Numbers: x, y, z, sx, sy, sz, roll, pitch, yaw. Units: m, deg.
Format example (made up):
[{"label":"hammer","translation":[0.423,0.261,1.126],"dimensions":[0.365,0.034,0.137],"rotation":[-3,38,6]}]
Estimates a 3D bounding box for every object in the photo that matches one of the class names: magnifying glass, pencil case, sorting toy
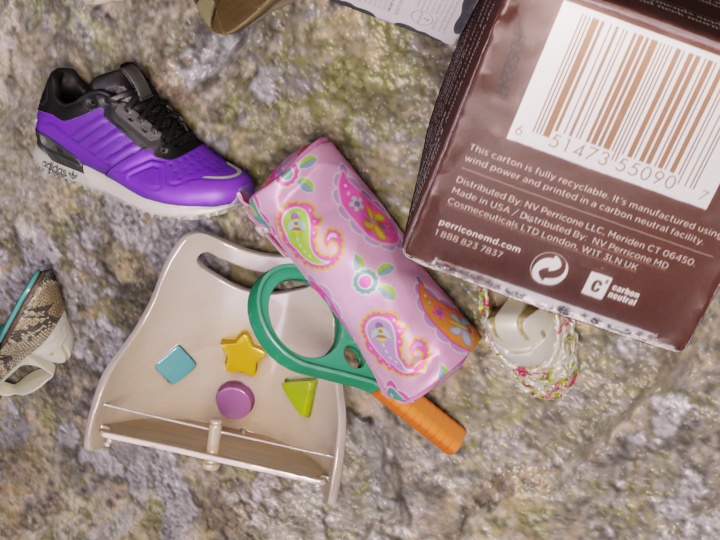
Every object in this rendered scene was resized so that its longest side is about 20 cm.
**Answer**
[{"label":"magnifying glass","translation":[0.000,0.070,0.960],"dimensions":[0.200,0.080,0.022],"rotation":[41,140,-15]},{"label":"pencil case","translation":[0.000,0.000,0.932],"dimensions":[0.087,0.087,0.200],"rotation":[-38,91,35]},{"label":"sorting toy","translation":[-0.094,0.066,1.011],"dimensions":[0.200,0.107,0.180],"rotation":[12,102,3]}]

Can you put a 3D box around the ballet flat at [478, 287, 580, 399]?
[{"label":"ballet flat","translation":[0.106,0.007,0.892],"dimensions":[0.075,0.064,0.200],"rotation":[-3,109,28]}]

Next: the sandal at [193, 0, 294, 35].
[{"label":"sandal","translation":[-0.044,-0.218,0.892],"dimensions":[0.200,0.054,0.080],"rotation":[-14,98,47]}]

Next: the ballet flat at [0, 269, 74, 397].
[{"label":"ballet flat","translation":[-0.300,0.067,1.149],"dimensions":[0.075,0.068,0.200],"rotation":[37,132,-16]}]

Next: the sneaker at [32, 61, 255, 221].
[{"label":"sneaker","translation":[-0.171,-0.107,0.994],"dimensions":[0.200,0.070,0.100],"rotation":[18,116,21]}]

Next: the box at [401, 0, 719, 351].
[{"label":"box","translation":[0.132,-0.090,0.724],"dimensions":[0.166,0.200,0.164],"rotation":[19,117,-2]}]

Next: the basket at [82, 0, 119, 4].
[{"label":"basket","translation":[-0.159,-0.290,0.847],"dimensions":[0.200,0.135,0.123],"rotation":[57,141,14]}]

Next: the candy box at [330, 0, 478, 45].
[{"label":"candy box","translation":[-0.009,-0.246,0.742],"dimensions":[0.200,0.168,0.072],"rotation":[20,155,-4]}]
